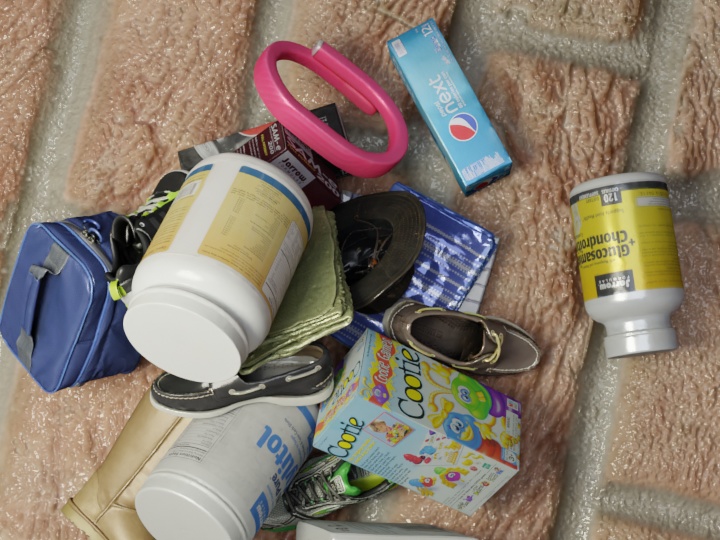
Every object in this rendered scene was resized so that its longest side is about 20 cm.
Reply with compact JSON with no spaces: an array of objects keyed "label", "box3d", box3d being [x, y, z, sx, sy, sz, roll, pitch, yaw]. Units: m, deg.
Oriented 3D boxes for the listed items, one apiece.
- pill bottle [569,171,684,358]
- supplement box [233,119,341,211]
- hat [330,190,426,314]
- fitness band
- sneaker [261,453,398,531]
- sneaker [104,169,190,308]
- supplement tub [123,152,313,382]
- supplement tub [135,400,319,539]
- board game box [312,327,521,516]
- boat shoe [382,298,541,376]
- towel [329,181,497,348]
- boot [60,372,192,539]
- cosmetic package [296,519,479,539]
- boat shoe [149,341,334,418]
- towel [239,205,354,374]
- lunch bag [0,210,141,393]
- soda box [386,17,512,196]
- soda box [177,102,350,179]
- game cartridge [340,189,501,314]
[{"label":"pill bottle","box3d":[0.306,-0.004,1.399,0.112,0.112,0.201,-8,82,3]},{"label":"supplement box","box3d":[-0.134,-0.071,1.409,0.200,0.109,0.061,-34,40,17]},{"label":"hat","box3d":[0.000,0.000,1.381,0.200,0.081,0.201,-22,41,20]},{"label":"fitness band","box3d":[-0.031,-0.189,1.407,0.200,0.144,0.037,36,129,-12]},{"label":"sneaker","box3d":[-0.040,0.240,1.404,0.200,0.085,0.078,-23,82,1]},{"label":"sneaker","box3d":[-0.222,-0.045,1.315,0.072,0.083,0.200,-19,45,29]},{"label":"supplement tub","box3d":[-0.142,-0.003,1.238,0.144,0.145,0.200,18,53,6]},{"label":"supplement tub","box3d":[-0.140,0.211,1.351,0.132,0.132,0.200,29,50,7]},{"label":"board game box","box3d":[0.064,0.167,1.348,0.200,0.105,0.103,26,40,-14]},{"label":"boat shoe","box3d":[0.124,0.081,1.389,0.200,0.060,0.072,18,92,-23]},{"label":"towel","box3d":[0.051,0.012,1.428,0.145,0.024,0.200,30,86,8]},{"label":"boot","box3d":[-0.228,0.248,1.427,0.175,0.066,0.200,38,85,7]},{"label":"cosmetic package","box3d":[0.022,0.377,1.321,0.166,0.167,0.201,5,82,-15]},{"label":"boat shoe","box3d":[-0.128,0.112,1.316,0.199,0.060,0.074,-2,43,-1]},{"label":"towel","box3d":[-0.083,0.018,1.323,0.148,0.037,0.200,-22,41,8]},{"label":"lunch bag","box3d":[-0.316,0.031,1.378,0.136,0.132,0.200,40,123,26]},{"label":"soda box","box3d":[0.105,-0.192,1.459,0.064,0.068,0.200,-27,82,1]},{"label":"soda box","box3d":[-0.110,-0.129,1.459,0.199,0.063,0.071,-17,60,1]},{"label":"game cartridge","box3d":[0.053,-0.006,1.457,0.199,0.038,0.130,18,88,6]}]
